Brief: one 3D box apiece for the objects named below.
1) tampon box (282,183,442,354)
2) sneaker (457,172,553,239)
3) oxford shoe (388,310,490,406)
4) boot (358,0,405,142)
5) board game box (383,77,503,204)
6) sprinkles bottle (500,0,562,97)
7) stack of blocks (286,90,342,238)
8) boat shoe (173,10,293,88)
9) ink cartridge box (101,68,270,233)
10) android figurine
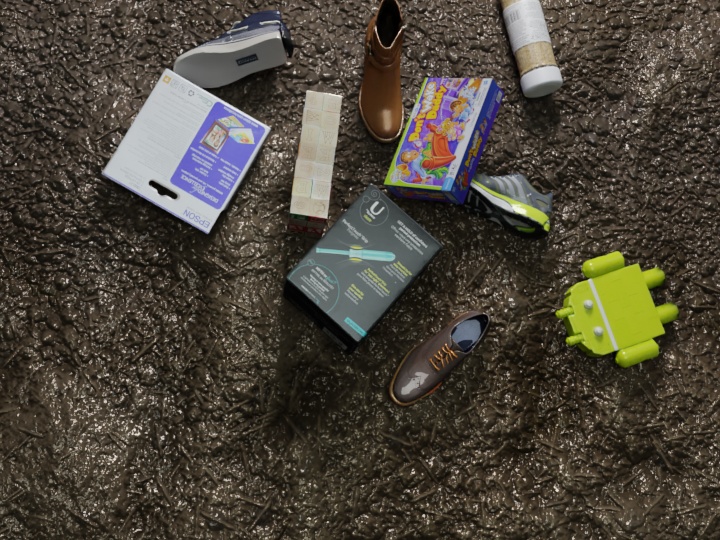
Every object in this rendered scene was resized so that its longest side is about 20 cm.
[{"bbox_3d":[0.000,0.000,1.507,0.150,0.126,0.200,42,76,3],"label":"tampon box"},{"bbox_3d":[0.225,-0.126,1.598,0.199,0.074,0.081,28,62,-3],"label":"sneaker"},{"bbox_3d":[0.123,0.130,1.521,0.071,0.073,0.200,45,77,4],"label":"oxford shoe"},{"bbox_3d":[0.044,-0.320,1.566,0.076,0.155,0.202,4,78,-6],"label":"boot"},{"bbox_3d":[0.133,-0.210,1.570,0.134,0.045,0.201,9,72,40],"label":"board game box"},{"bbox_3d":[0.284,-0.396,1.655,0.068,0.068,0.202,-11,79,-9],"label":"sprinkles bottle"},{"bbox_3d":[-0.073,-0.164,1.540,0.058,0.115,0.202,8,76,-5],"label":"stack of blocks"},{"bbox_3d":[-0.206,-0.363,1.600,0.198,0.075,0.093,-11,46,5],"label":"boat shoe"},{"bbox_3d":[-0.274,-0.187,1.556,0.197,0.043,0.201,30,81,1],"label":"ink cartridge box"},{"bbox_3d":[0.412,0.065,1.587,0.199,0.041,0.183,-15,80,-11],"label":"android figurine"}]
